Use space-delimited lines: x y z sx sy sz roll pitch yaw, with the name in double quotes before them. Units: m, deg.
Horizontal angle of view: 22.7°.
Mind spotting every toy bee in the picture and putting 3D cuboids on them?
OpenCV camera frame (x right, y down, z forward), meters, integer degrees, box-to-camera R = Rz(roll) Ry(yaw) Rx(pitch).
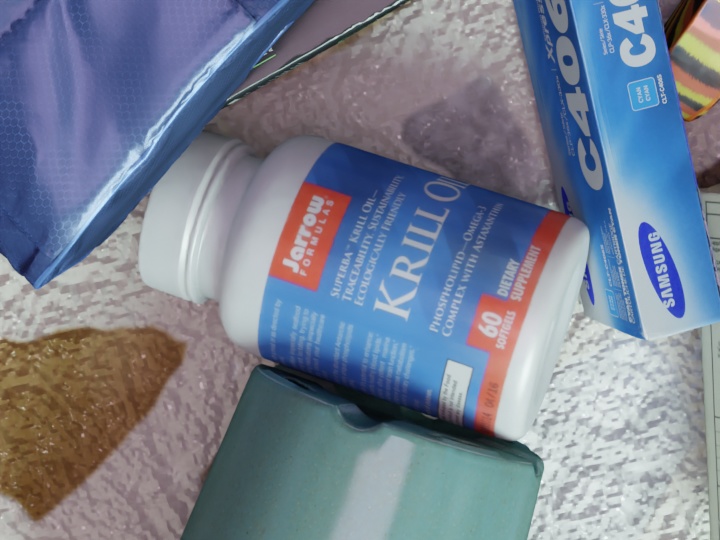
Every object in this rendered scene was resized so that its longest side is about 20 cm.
"toy bee" 0.192 -0.161 0.833 0.131 0.109 0.200 11 101 -1

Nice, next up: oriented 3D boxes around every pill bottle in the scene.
"pill bottle" 0.000 0.000 0.861 0.200 0.112 0.112 17 100 11

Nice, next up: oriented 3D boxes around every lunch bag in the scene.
"lunch bag" -0.113 -0.110 0.749 0.132 0.136 0.200 41 100 -3

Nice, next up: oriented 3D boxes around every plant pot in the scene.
"plant pot" -0.012 0.158 0.864 0.200 0.200 0.196 17 92 0

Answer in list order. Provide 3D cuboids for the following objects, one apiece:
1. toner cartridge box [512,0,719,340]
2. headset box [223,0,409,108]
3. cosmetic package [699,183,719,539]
"toner cartridge box" 0.118 -0.072 0.856 0.043 0.095 0.200 -15 98 -8
"headset box" -0.094 -0.161 0.856 0.200 0.093 0.174 -28 96 8
"cosmetic package" 0.227 0.056 0.859 0.087 0.103 0.200 -10 102 -34
